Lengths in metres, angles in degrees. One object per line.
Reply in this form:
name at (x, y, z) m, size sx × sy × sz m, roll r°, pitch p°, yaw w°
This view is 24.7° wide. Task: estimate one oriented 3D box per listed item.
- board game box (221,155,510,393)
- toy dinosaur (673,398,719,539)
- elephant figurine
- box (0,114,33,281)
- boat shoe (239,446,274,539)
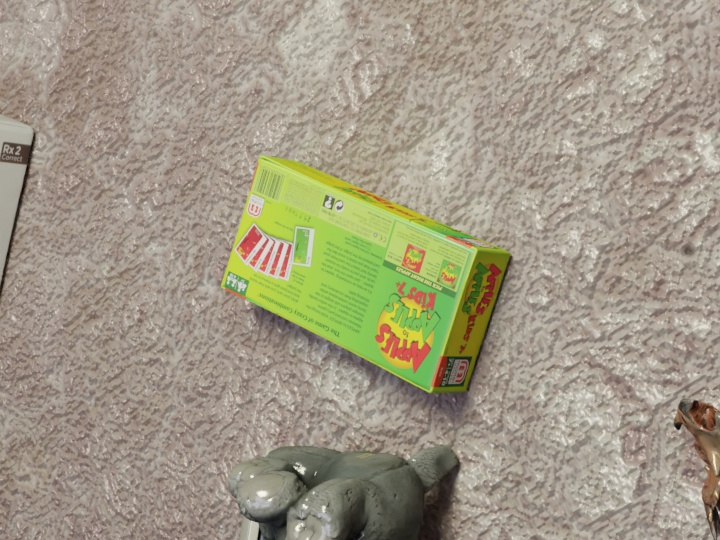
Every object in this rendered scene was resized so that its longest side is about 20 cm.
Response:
board game box at (0.000, 0.000, 1.150) m, size 0.199 × 0.047 × 0.103 m, roll 25°, pitch 103°, yaw 34°
toy dinosaur at (0.242, 0.170, 0.953) m, size 0.135 × 0.085 × 0.202 m, roll 19°, pitch 116°, yaw 45°
elephant figurine at (-0.026, 0.226, 1.099) m, size 0.153 × 0.141 × 0.203 m, roll 2°, pitch 99°, yaw 20°
box at (-0.399, -0.049, 1.346) m, size 0.130 × 0.198 × 0.202 m, roll 20°, pitch 99°, yaw 35°
boat shoe at (-0.061, 0.229, 1.175) m, size 0.060 × 0.074 × 0.202 m, roll 8°, pitch 73°, yaw -4°
